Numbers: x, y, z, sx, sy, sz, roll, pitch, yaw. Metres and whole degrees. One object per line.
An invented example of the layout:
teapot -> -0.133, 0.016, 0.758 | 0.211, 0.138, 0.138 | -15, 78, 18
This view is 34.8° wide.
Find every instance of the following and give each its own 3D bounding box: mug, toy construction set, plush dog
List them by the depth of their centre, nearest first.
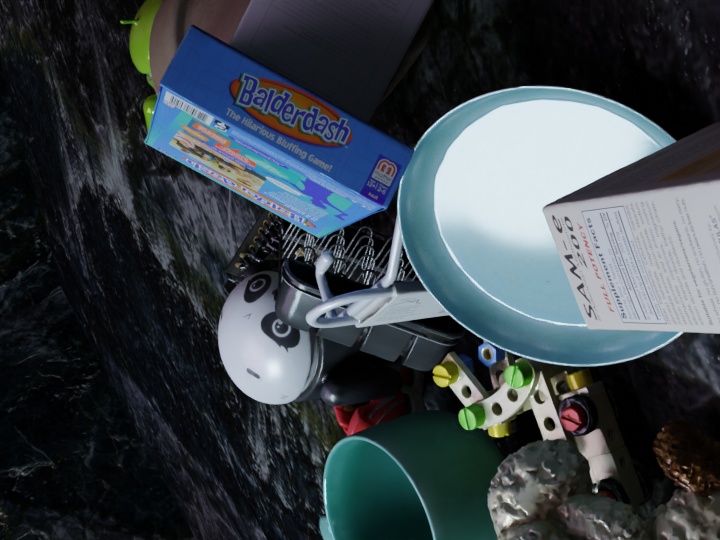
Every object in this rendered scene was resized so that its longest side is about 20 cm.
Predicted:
plush dog -> 0.186, 0.195, 0.717 | 0.201, 0.171, 0.160 | 65, -170, -2
toy construction set -> 0.146, 0.137, 0.858 | 0.131, 0.092, 0.201 | -25, 96, 45
mug -> 0.048, 0.188, 0.956 | 0.185, 0.114, 0.153 | 26, 122, 49

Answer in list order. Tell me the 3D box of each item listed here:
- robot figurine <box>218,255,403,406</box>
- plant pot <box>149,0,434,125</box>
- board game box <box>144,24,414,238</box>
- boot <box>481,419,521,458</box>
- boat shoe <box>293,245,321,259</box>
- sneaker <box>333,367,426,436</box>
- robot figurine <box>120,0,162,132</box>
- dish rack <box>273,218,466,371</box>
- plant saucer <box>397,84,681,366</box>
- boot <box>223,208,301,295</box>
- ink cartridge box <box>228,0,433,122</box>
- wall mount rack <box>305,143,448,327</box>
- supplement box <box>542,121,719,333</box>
robot figurine -> -0.032, 0.051, 1.047 | 0.150, 0.199, 0.126 | 1, 97, 55
plant pot -> -0.039, -0.179, 0.881 | 0.174, 0.200, 0.201 | -24, 89, 53
board game box -> -0.063, -0.083, 0.760 | 0.152, 0.045, 0.200 | 28, 170, -11
boot -> 0.113, 0.226, 1.047 | 0.154, 0.073, 0.204 | 66, 156, 16
boat shoe -> -0.035, 0.037, 1.231 | 0.201, 0.069, 0.074 | 66, 160, 2
sneaker -> 0.016, 0.129, 1.110 | 0.200, 0.084, 0.077 | -102, 30, -83
robot figurine -> -0.144, -0.201, 1.134 | 0.200, 0.176, 0.115 | 47, 162, -31
dish rack -> 0.000, 0.000, 0.962 | 0.200, 0.153, 0.055 | -94, 28, -60
plant saucer -> 0.120, -0.027, 0.701 | 0.199, 0.027, 0.201 | 13, 130, 16
boot -> -0.072, -0.040, 1.105 | 0.077, 0.139, 0.200 | 38, 165, 3
ink cartridge box -> -0.002, -0.195, 0.748 | 0.103, 0.201, 0.059 | 28, -170, -8
wall mount rack -> 0.057, -0.018, 0.805 | 0.174, 0.199, 0.075 | -42, 59, 55
supplement box -> 0.192, -0.027, 0.522 | 0.074, 0.126, 0.200 | 68, 160, -7
